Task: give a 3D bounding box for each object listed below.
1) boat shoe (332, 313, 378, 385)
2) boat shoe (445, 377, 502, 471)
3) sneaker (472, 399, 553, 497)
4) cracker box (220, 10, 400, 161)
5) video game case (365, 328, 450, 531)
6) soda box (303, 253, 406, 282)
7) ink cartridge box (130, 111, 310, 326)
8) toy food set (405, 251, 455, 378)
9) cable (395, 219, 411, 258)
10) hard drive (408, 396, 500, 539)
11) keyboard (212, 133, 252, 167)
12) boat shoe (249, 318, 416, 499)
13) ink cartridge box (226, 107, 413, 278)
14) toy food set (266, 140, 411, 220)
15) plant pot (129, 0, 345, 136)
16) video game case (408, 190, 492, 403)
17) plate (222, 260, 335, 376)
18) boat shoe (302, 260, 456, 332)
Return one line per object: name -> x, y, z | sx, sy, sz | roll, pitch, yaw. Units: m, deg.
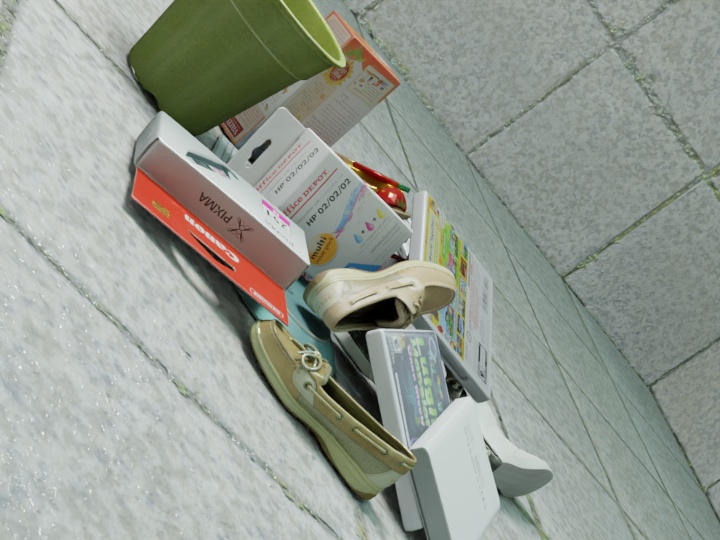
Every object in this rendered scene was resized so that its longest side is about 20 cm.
boat shoe -> 0.049, 0.130, 1.600 | 0.201, 0.060, 0.074 | 53, -4, -7
boat shoe -> 0.104, 0.164, 1.731 | 0.201, 0.063, 0.071 | 59, 13, 18
sneaker -> 0.178, 0.222, 1.839 | 0.200, 0.073, 0.116 | 33, 27, -57
cracker box -> -0.063, -0.211, 1.777 | 0.058, 0.200, 0.134 | 54, 10, 31
video game case -> 0.064, 0.161, 1.495 | 0.182, 0.023, 0.202 | 8, 69, -70
soda box -> 0.000, 0.000, 1.728 | 0.070, 0.064, 0.200 | 27, 5, 17
ink cartridge box -> -0.132, -0.054, 1.378 | 0.200, 0.044, 0.174 | 41, 12, -19
toy food set -> 0.095, 0.060, 1.821 | 0.144, 0.060, 0.202 | -64, 142, -58
cable -> 0.039, -0.046, 2.046 | 0.201, 0.069, 0.200 | 57, 11, 15
hard drive -> 0.100, 0.220, 1.485 | 0.200, 0.026, 0.133 | -28, 104, -70
keyboard -> -0.151, -0.113, 1.628 | 0.056, 0.011, 0.200 | 52, 12, -14
boat shoe -> -0.028, 0.120, 1.342 | 0.201, 0.063, 0.073 | 54, 12, -3
ink cartridge box -> -0.050, -0.068, 1.541 | 0.200, 0.115, 0.068 | 42, 3, -38
toy food set -> -0.026, -0.114, 1.709 | 0.198, 0.049, 0.198 | 25, 5, -2
plant pot -> -0.148, -0.251, 1.586 | 0.200, 0.189, 0.200 | 50, 13, -16
video game case -> 0.110, 0.032, 1.743 | 0.182, 0.023, 0.201 | 50, 32, -37
plate -> -0.080, 0.024, 1.495 | 0.201, 0.025, 0.200 | 51, 13, -17
boat shoe -> 0.031, 0.037, 1.528 | 0.199, 0.072, 0.065 | -5, 46, -38
